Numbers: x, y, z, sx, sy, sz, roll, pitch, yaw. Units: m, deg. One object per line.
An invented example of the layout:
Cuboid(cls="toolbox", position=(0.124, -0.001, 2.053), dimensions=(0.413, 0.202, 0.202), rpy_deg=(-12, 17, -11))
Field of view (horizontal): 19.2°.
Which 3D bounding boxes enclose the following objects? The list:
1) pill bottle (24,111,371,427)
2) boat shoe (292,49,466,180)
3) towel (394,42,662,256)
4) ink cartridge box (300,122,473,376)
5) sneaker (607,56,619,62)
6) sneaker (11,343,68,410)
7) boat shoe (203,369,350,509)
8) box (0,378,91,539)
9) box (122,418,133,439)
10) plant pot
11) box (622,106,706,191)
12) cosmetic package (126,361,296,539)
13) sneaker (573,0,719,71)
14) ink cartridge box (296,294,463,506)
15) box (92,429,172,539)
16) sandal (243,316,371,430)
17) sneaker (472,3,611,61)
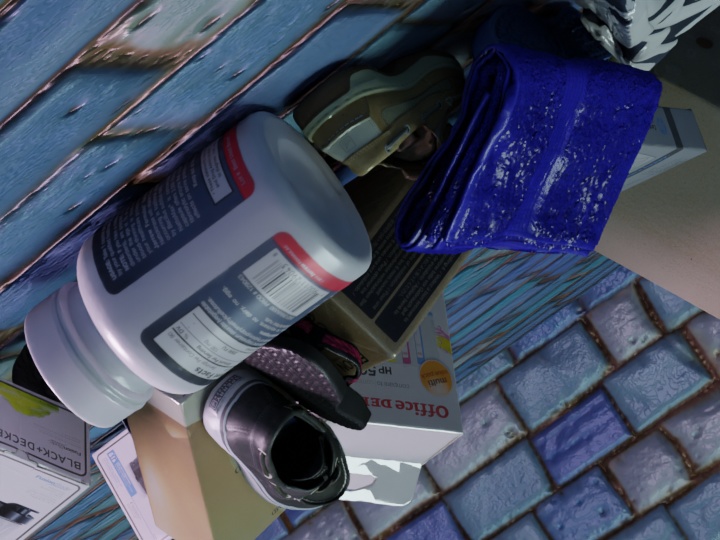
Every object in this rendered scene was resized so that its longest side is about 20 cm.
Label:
Cuboid(cls="pill bottle", position=(-0.104, 0.005, 1.311), dimensions=(0.200, 0.120, 0.120), rpy_deg=(-35, 171, 15))
Cuboid(cls="boat shoe", position=(0.026, -0.092, 1.388), dimensions=(0.072, 0.076, 0.200), rpy_deg=(-41, 171, 29))
Cuboid(cls="towel", position=(0.119, -0.071, 1.404), dimensions=(0.200, 0.050, 0.148), rpy_deg=(-1, 123, -53))
Cuboid(cls="ink cartridge box", position=(0.000, 0.000, 1.513), dimensions=(0.165, 0.075, 0.200), rpy_deg=(-52, -169, -26))
Cuboid(cls="sneaker", position=(0.139, -0.123, 1.669), dimensions=(0.088, 0.077, 0.200), rpy_deg=(-16, 161, -35))
Cuboid(cls="sneaker", position=(-0.164, 0.054, 1.522), dimensions=(0.200, 0.070, 0.090), rpy_deg=(-31, 168, -31))
Cuboid(cls="boat shoe", position=(-0.046, 0.128, 1.466), dimensions=(0.069, 0.057, 0.200), rpy_deg=(-56, 151, -7))
Cuboid(cls="box", position=(-0.287, 0.152, 1.463), dimensions=(0.116, 0.060, 0.200), rpy_deg=(26, 130, -32))
Cuboid(cls="box", position=(-0.143, 0.093, 1.642), dimensions=(0.032, 0.121, 0.200), rpy_deg=(-34, 172, 13))
Cuboid(cls="plant pot", position=(0.299, -0.113, 1.817), dimensions=(0.200, 0.199, 0.177), rpy_deg=(-53, 167, -43))
Cuboid(cls="box", position=(0.156, -0.080, 1.631), dimensions=(0.156, 0.041, 0.200), rpy_deg=(-26, 167, 29))
Cuboid(cls="cosmetic package", position=(-0.102, 0.106, 1.493), dimensions=(0.105, 0.071, 0.200), rpy_deg=(-44, 148, -26))
Cuboid(cls="sneaker", position=(0.207, -0.209, 1.428), dimensions=(0.130, 0.079, 0.199), rpy_deg=(-45, 159, 2))
Cuboid(cls="ink cartridge box", position=(-0.008, 0.080, 1.689), dimensions=(0.128, 0.201, 0.125), rpy_deg=(7, 149, -28))
Cuboid(cls="box", position=(-0.144, 0.166, 2.022), dimensions=(0.200, 0.117, 0.060), rpy_deg=(-35, 167, 21))
Cuboid(cls="sandal", position=(-0.030, 0.062, 1.418), dimensions=(0.045, 0.075, 0.200), rpy_deg=(-64, 165, -9))
Cuboid(cls="sneaker", position=(0.113, -0.137, 1.483), dimensions=(0.078, 0.070, 0.200), rpy_deg=(-42, 169, 23))
